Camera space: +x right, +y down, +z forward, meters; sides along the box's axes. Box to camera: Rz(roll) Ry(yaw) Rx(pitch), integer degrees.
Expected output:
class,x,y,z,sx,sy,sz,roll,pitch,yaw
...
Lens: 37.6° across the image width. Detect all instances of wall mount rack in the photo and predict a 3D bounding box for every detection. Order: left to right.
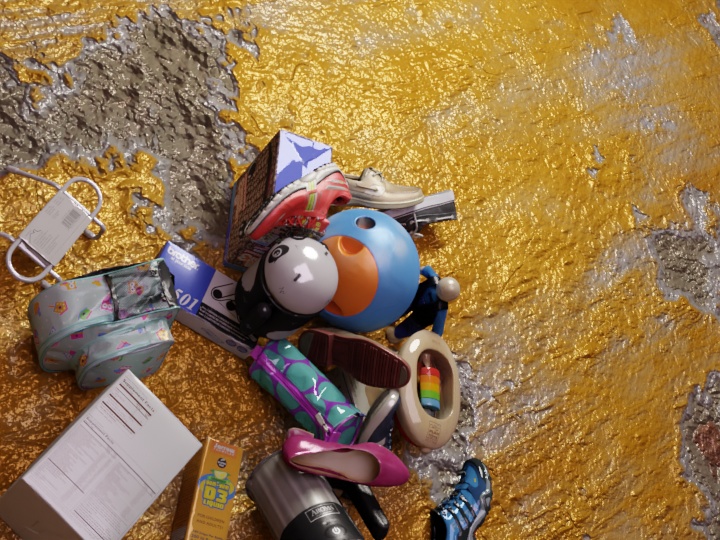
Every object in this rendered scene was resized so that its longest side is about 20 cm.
class,x,y,z,sx,sy,sz,roll,pitch,yaw
wall mount rack,-0.481,-0.070,1.564,0.173,0.074,0.201,42,53,-13

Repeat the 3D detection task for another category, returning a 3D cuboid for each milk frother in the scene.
class,x,y,z,sx,sy,sz,roll,pitch,yaw
milk frother,-0.073,0.400,1.570,0.179,0.202,0.189,8,32,-41

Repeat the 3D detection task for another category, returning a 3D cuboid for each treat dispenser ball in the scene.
class,x,y,z,sx,sy,sz,roll,pitch,yaw
treat dispenser ball,0.000,0.000,1.743,0.198,0.201,0.204,13,62,-26

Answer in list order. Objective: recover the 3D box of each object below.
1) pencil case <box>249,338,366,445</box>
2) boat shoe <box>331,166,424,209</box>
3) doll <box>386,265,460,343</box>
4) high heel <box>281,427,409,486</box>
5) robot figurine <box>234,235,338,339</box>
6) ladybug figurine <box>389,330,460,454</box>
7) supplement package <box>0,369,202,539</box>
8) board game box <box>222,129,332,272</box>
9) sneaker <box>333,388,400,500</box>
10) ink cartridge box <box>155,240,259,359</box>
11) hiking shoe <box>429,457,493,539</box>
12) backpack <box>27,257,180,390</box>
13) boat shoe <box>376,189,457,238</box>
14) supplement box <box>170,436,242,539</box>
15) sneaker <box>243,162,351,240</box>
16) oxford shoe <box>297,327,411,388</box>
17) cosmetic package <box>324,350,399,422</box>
class,x,y,z,sx,sy,sz,roll,pitch,yaw
pencil case,-0.084,0.192,1.635,0.200,0.086,0.092,41,8,25
boat shoe,0.015,-0.147,1.856,0.196,0.072,0.066,3,104,-1
doll,0.108,0.063,1.781,0.048,0.200,0.138,0,68,-31
high heel,-0.019,0.281,1.523,0.198,0.096,0.068,25,100,-9
robot figurine,-0.117,0.027,1.604,0.123,0.200,0.152,12,61,-27
ladybug figurine,0.098,0.197,1.698,0.135,0.072,0.203,26,55,-32
supplement package,-0.352,0.274,1.408,0.147,0.191,0.200,46,54,-6
board game box,-0.134,-0.102,1.706,0.096,0.200,0.162,16,60,-23
sneaker,0.031,0.279,1.649,0.084,0.202,0.075,27,22,-2
ink cartridge box,-0.243,0.048,1.669,0.199,0.044,0.095,32,54,-16
hiking shoe,0.160,0.395,1.741,0.086,0.074,0.202,28,57,-19
backpack,-0.365,0.081,1.499,0.197,0.176,0.155,-4,68,-26
boat shoe,0.089,-0.091,1.922,0.197,0.073,0.069,-17,97,-30
supplement box,-0.227,0.349,1.530,0.066,0.069,0.203,21,57,-24
sneaker,-0.084,-0.090,1.562,0.199,0.077,0.086,-35,93,-36
oxford shoe,0.001,0.128,1.667,0.198,0.072,0.075,20,18,26
cosmetic package,0.048,0.195,1.765,0.198,0.071,0.107,-11,74,-34
